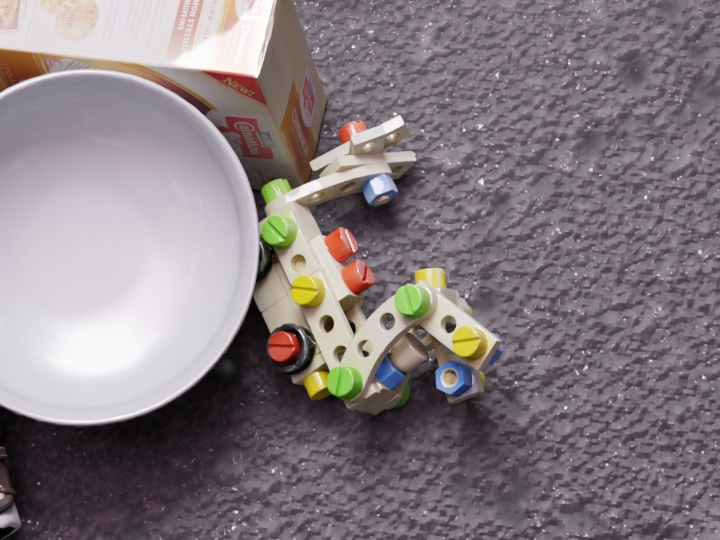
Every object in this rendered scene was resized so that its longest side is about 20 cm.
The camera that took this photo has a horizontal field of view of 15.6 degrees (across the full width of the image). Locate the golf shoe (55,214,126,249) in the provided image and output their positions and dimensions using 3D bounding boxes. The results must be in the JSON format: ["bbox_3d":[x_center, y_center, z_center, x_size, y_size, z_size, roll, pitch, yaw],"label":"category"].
[{"bbox_3d":[-0.206,-0.027,1.594,0.199,0.095,0.078,21,32,-4],"label":"golf shoe"}]

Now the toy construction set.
[{"bbox_3d":[0.000,0.000,1.527,0.131,0.092,0.201,-34,54,21],"label":"toy construction set"}]

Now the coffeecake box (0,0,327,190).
[{"bbox_3d":[-0.134,-0.119,1.569,0.199,0.154,0.073,7,67,13],"label":"coffeecake box"}]

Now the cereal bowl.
[{"bbox_3d":[-0.157,-0.012,1.503,0.199,0.083,0.201,0,89,-6],"label":"cereal bowl"}]

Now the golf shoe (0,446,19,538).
[{"bbox_3d":[-0.234,0.112,1.531,0.094,0.078,0.201,24,67,-6],"label":"golf shoe"}]
